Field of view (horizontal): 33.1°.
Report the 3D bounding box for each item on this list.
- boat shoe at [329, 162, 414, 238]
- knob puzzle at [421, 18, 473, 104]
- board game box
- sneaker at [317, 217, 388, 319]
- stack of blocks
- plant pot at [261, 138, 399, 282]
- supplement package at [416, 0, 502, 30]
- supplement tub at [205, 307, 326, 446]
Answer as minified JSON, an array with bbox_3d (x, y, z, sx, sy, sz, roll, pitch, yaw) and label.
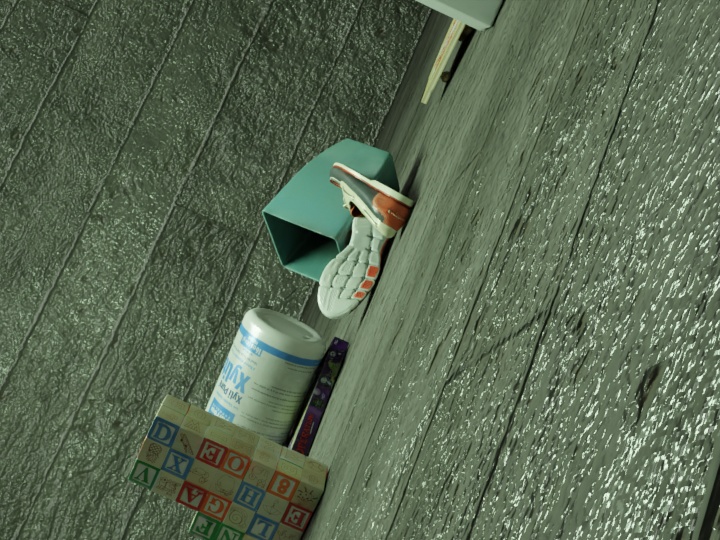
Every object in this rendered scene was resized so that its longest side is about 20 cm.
[{"bbox_3d":[0.006,-0.104,1.755,0.200,0.071,0.063,33,98,53],"label":"boat shoe"},{"bbox_3d":[0.165,-0.397,2.044,0.220,0.030,0.222,-157,89,-86],"label":"knob puzzle"},{"bbox_3d":[-0.072,0.206,1.745,0.120,0.032,0.201,112,179,-56],"label":"board game box"},{"bbox_3d":[0.000,0.000,1.782,0.082,0.076,0.201,88,-154,-56],"label":"sneaker"},{"bbox_3d":[-0.149,0.234,1.330,0.059,0.198,0.116,-79,15,-71],"label":"stack of blocks"},{"bbox_3d":[-0.031,-0.099,1.902,0.201,0.140,0.142,-55,-30,-27],"label":"plant pot"},{"bbox_3d":[0.115,-0.437,1.718,0.120,0.198,0.122,-99,34,-82],"label":"supplement package"},{"bbox_3d":[-0.142,0.169,1.757,0.132,0.131,0.202,-89,22,-80],"label":"supplement tub"}]
